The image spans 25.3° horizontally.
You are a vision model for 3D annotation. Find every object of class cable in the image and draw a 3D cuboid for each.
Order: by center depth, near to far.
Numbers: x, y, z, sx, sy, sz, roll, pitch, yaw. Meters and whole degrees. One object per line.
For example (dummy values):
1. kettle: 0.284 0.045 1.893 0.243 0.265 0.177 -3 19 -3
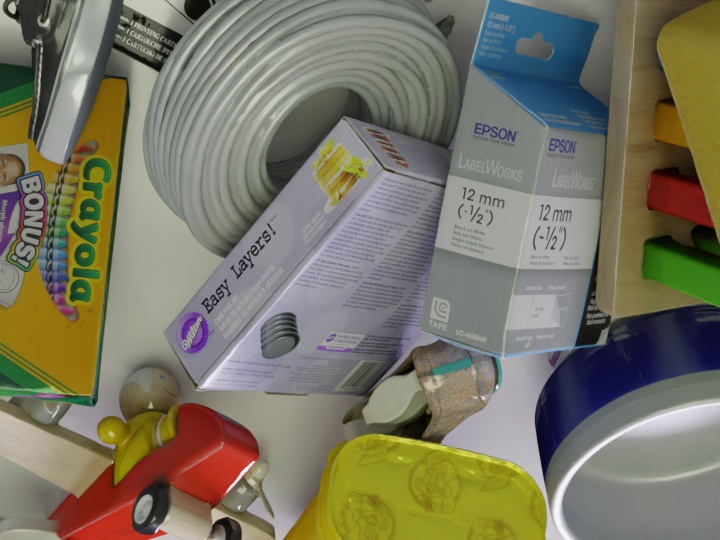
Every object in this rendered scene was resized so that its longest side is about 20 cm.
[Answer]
1. cable: -0.033 -0.091 0.980 0.198 0.069 0.201 1 128 -39

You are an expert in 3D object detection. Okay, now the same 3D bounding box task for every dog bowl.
1. dog bowl: 0.219 0.116 1.083 0.197 0.079 0.201 -4 139 -4

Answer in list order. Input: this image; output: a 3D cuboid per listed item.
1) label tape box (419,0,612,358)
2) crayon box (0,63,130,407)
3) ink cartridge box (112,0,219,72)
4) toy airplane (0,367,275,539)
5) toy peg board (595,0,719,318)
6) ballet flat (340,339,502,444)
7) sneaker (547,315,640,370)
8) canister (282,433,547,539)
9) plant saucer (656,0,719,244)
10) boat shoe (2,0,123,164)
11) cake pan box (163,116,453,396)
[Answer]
1. label tape box: 0.114 -0.054 0.976 0.066 0.143 0.202 18 100 32
2. crayon box: -0.211 -0.022 0.993 0.117 0.058 0.203 6 80 -6
3. ink cartridge box: -0.132 -0.182 0.988 0.198 0.044 0.095 26 108 -14
4. toy airplane: -0.156 0.136 1.093 0.197 0.143 0.201 4 150 5
5. toy peg board: 0.255 -0.071 0.976 0.198 0.098 0.202 -8 109 -32
6. ballet flat: 0.025 0.093 1.061 0.067 0.069 0.200 -14 158 -26
7. sneaker: 0.198 -0.003 1.072 0.099 0.075 0.201 26 109 -14
8. canister: 0.024 0.194 1.089 0.147 0.087 0.200 12 150 -11
9. plant saucer: 0.280 -0.079 0.925 0.199 0.048 0.202 -27 104 -30
10. boat shoe: -0.173 -0.165 0.932 0.065 0.070 0.202 16 109 -3
11. cake pan box: 0.000 0.000 1.009 0.184 0.052 0.199 -47 152 22
